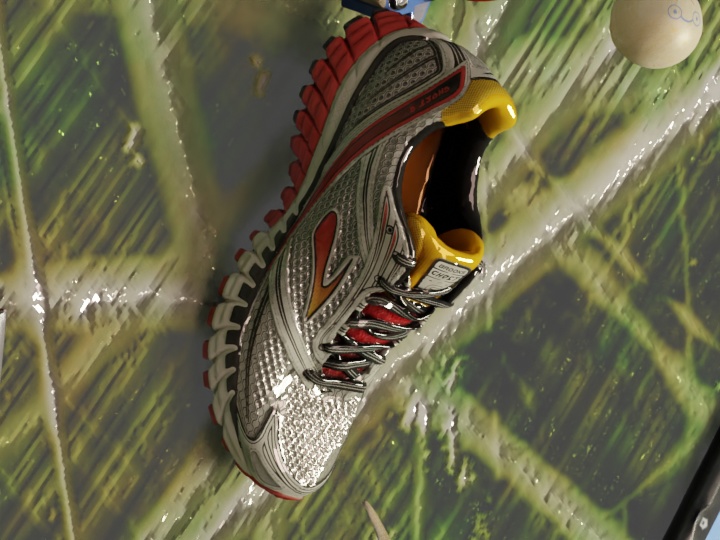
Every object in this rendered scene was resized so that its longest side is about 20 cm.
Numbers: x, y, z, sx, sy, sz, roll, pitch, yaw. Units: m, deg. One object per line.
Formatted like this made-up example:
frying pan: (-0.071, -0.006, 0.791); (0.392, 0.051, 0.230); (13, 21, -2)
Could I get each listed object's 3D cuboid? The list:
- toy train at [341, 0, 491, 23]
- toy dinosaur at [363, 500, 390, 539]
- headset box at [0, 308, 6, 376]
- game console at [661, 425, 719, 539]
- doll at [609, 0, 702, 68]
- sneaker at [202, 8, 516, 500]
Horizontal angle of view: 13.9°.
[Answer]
toy train: (0.054, -0.137, 1.252); (0.200, 0.034, 0.046); (-20, 126, -47)
toy dinosaur: (0.006, 0.210, 1.271); (0.101, 0.058, 0.200); (36, 72, -48)
headset box: (-0.203, 0.082, 0.967); (0.200, 0.077, 0.149); (-2, 102, -49)
game console: (0.206, 0.168, 1.522); (0.200, 0.031, 0.177); (-61, 139, -19)
doll: (0.122, -0.184, 1.266); (0.136, 0.048, 0.200); (12, 74, -44)
sneaker: (0.000, 0.000, 1.175); (0.078, 0.082, 0.200); (5, 108, -51)
